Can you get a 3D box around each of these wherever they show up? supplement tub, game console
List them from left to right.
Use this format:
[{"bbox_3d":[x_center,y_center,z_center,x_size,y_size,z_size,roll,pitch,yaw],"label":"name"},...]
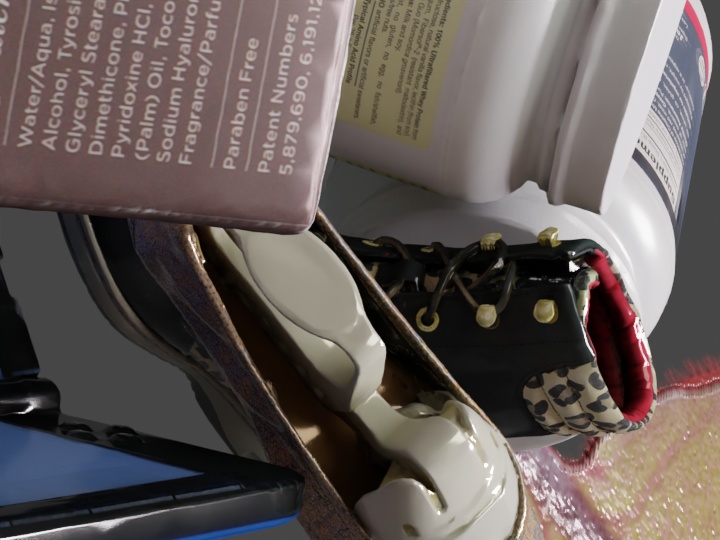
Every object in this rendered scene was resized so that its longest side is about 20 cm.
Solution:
[{"bbox_3d":[-0.128,0.010,0.729,0.200,0.170,0.119,-4,102,-58],"label":"game console"},{"bbox_3d":[0.009,-0.108,0.884,0.145,0.199,0.146,19,90,-82],"label":"supplement tub"},{"bbox_3d":[0.062,-0.040,1.026,0.140,0.140,0.200,51,36,-27],"label":"supplement tub"}]

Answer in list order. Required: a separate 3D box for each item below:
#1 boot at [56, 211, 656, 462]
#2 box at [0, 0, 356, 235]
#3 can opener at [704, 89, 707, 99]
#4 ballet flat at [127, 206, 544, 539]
[{"bbox_3d":[0.001,-0.001,0.868,0.204,0.153,0.074,56,35,-42],"label":"boot"},{"bbox_3d":[-0.118,-0.112,0.653,0.199,0.166,0.165,5,101,-33],"label":"box"},{"bbox_3d":[0.114,-0.146,1.263,0.063,0.079,0.201,-23,88,-20],"label":"can opener"},{"bbox_3d":[0.000,0.042,0.786,0.068,0.067,0.200,-43,98,-21],"label":"ballet flat"}]
